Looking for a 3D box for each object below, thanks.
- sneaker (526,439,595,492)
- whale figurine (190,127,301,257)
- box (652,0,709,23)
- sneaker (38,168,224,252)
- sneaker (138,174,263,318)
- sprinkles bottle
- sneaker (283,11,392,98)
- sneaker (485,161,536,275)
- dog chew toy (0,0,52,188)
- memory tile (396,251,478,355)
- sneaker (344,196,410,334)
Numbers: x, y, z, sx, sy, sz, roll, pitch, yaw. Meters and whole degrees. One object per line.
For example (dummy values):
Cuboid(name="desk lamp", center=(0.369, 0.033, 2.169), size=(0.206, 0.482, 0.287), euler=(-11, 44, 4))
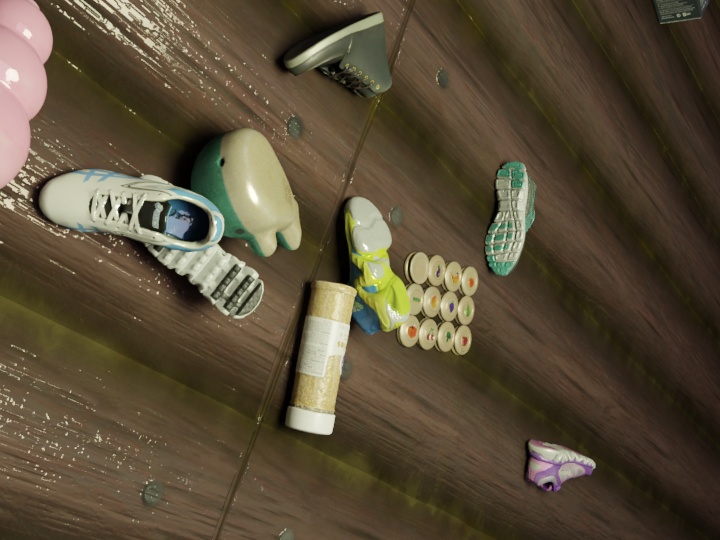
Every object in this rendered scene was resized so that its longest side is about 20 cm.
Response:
Cuboid(name="sneaker", center=(0.391, 0.395, 1.679), size=(0.198, 0.080, 0.091), euler=(19, 86, -42))
Cuboid(name="whale figurine", center=(-0.139, -0.087, 1.050), size=(0.200, 0.101, 0.163), euler=(45, 33, -65))
Cuboid(name="box", center=(0.733, -0.702, 1.942), size=(0.150, 0.106, 0.201), euler=(-56, 129, -28))
Cuboid(name="sneaker", center=(-0.241, -0.066, 0.904), size=(0.195, 0.072, 0.074), euler=(9, 88, -17))
Cuboid(name="sneaker", center=(-0.201, -0.026, 0.997), size=(0.075, 0.081, 0.201), euler=(-43, 106, -10))
Cuboid(name="sprinkles bottle", center=(-0.054, 0.119, 1.167), size=(0.068, 0.067, 0.205), euler=(17, 80, -46))
Cuboid(name="sneaker", center=(-0.019, -0.280, 1.168), size=(0.199, 0.074, 0.108), euler=(-36, 116, -41))
Cuboid(name="sneaker", center=(0.282, -0.087, 1.520), size=(0.090, 0.076, 0.205), euler=(20, 80, -50))
Cuboid(name="dog chew toy", center=(-0.351, -0.172, 0.786), size=(0.124, 0.122, 0.204), euler=(38, 58, -42))
Cuboid(name="memory tile", center=(0.133, 0.057, 1.406), size=(0.198, 0.017, 0.158), euler=(13, 83, -47))
Cuboid(name="sneaker", center=(0.000, 0.000, 1.223), size=(0.075, 0.105, 0.204), euler=(3, 62, -41))
